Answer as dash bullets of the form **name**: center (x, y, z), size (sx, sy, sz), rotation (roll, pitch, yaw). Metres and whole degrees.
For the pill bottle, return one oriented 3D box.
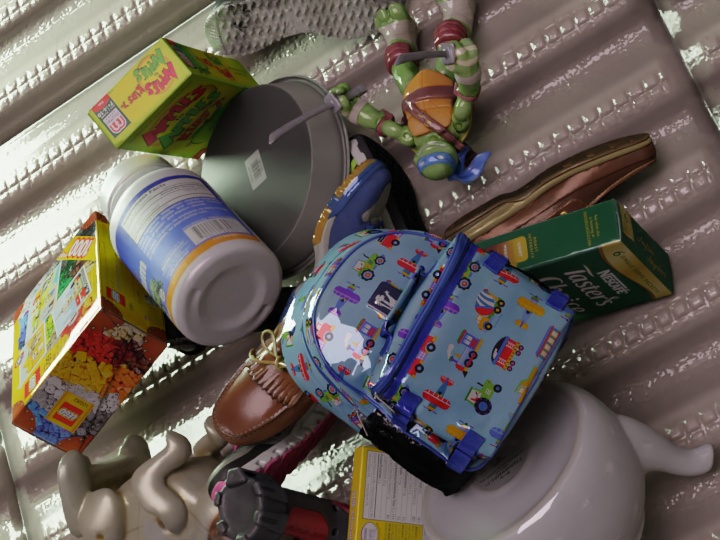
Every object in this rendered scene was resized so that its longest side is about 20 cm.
- **pill bottle**: center (-0.167, -0.027, 1.585), size (0.112, 0.112, 0.200), rotation (-52, 46, 7)

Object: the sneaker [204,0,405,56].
- **sneaker**: center (-0.053, -0.275, 1.674), size (0.200, 0.070, 0.100), rotation (-6, 36, 11)

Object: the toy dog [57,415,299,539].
- **toy dog**: center (-0.157, 0.230, 1.544), size (0.200, 0.139, 0.194), rotation (-6, 83, 28)

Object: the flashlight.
- **flashlight**: center (-0.050, 0.222, 1.444), size (0.068, 0.200, 0.068), rotation (32, 93, 32)

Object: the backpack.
- **backpack**: center (0.045, 0.050, 1.328), size (0.200, 0.135, 0.183), rotation (35, 73, 5)

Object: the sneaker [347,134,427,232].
- **sneaker**: center (0.012, -0.034, 1.561), size (0.083, 0.072, 0.200), rotation (-31, 62, 20)

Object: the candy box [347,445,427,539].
- **candy box**: center (0.036, 0.255, 1.449), size (0.026, 0.102, 0.200), rotation (154, 124, -63)

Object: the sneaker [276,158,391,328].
- **sneaker**: center (0.000, 0.000, 1.504), size (0.088, 0.075, 0.200), rotation (30, 115, 20)

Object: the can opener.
- **can opener**: center (-0.122, 0.039, 1.623), size (0.200, 0.063, 0.079), rotation (-6, 72, 29)

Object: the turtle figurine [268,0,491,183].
- **turtle figurine**: center (0.041, -0.188, 1.532), size (0.144, 0.200, 0.194), rotation (127, 155, -44)

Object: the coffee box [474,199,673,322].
- **coffee box**: center (0.151, 0.008, 1.437), size (0.200, 0.123, 0.044), rotation (-17, 59, 24)

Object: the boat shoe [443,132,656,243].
- **boat shoe**: center (0.173, -0.054, 1.484), size (0.200, 0.072, 0.068), rotation (-29, 96, 11)

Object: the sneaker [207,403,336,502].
- **sneaker**: center (-0.088, 0.138, 1.493), size (0.087, 0.200, 0.074), rotation (34, 130, 11)

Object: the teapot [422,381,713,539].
- **teapot**: center (0.155, 0.200, 1.371), size (0.200, 0.146, 0.198), rotation (-12, 41, 48)

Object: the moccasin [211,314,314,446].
- **moccasin**: center (-0.045, 0.068, 1.420), size (0.201, 0.078, 0.074), rotation (-38, 67, -2)

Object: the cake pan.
- **cake pan**: center (-0.088, -0.091, 1.620), size (0.200, 0.037, 0.201), rotation (-10, 76, 47)

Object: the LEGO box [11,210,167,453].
- **LEGO box**: center (-0.264, 0.058, 1.630), size (0.149, 0.077, 0.200), rotation (-50, 26, 16)

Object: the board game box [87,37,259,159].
- **board game box**: center (-0.173, -0.162, 1.631), size (0.102, 0.200, 0.048), rotation (-43, 80, 13)
